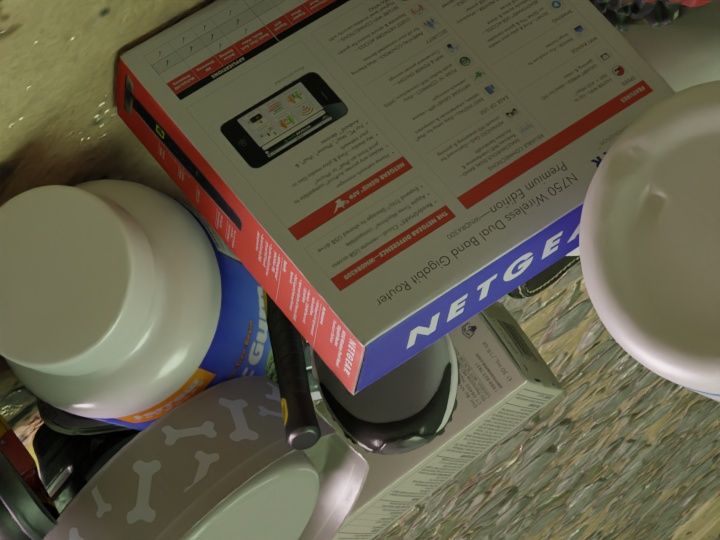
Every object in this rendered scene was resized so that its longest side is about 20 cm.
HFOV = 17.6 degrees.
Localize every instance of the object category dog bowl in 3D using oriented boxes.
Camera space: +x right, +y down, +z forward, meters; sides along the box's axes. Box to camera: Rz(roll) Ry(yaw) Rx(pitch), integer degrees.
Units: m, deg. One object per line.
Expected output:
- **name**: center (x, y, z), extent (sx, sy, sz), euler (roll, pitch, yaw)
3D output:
- **dog bowl**: center (-0.085, 0.134, 1.124), extent (0.200, 0.059, 0.200), euler (-40, 159, -18)

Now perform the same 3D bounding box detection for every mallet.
- **mallet**: center (-0.043, -0.003, 1.082), extent (0.041, 0.200, 0.066), euler (-1, 153, -14)

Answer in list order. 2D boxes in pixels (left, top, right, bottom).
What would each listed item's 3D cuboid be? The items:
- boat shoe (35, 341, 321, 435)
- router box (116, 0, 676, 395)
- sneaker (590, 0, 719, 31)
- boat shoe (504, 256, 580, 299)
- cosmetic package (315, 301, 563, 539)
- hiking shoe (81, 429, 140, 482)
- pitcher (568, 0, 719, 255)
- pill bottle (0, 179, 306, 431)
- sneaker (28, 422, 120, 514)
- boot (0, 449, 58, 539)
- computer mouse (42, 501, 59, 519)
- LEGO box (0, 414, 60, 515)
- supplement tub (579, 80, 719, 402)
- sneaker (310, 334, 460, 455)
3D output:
- **boat shoe**: center (-0.082, 0.046, 1.263), extent (0.200, 0.072, 0.062), euler (-8, 169, -17)
- **router box**: center (0.021, -0.069, 1.052), extent (0.200, 0.180, 0.049), euler (-32, 159, -22)
- **sneaker**: center (0.171, -0.185, 1.250), extent (0.200, 0.098, 0.071), euler (-6, 162, -19)
- **boat shoe**: center (0.145, -0.052, 1.431), extent (0.200, 0.065, 0.073), euler (-49, 138, -34)
- **cosmetic package**: center (0.019, 0.103, 1.441), extent (0.200, 0.073, 0.104), euler (-37, 164, 10)
- **hiking shoe**: center (-0.107, 0.184, 1.298), extent (0.074, 0.087, 0.200), euler (-29, 132, -25)
- **pitcher**: center (0.174, -0.070, 1.351), extent (0.200, 0.172, 0.121), euler (-31, 169, -28)
- **pill bottle**: center (-0.107, 0.019, 1.112), extent (0.112, 0.112, 0.200), euler (-42, 162, 7)
- **sneaker**: center (-0.143, 0.136, 1.367), extent (0.078, 0.090, 0.200), euler (-46, 139, -7)
- **boot**: center (-0.247, 0.138, 1.044), extent (0.200, 0.165, 0.066), euler (-40, 121, -13)
- **computer mouse**: center (-0.180, 0.183, 1.191), extent (0.138, 0.053, 0.200), euler (-31, 159, -23)
- **LEGO box**: center (-0.253, 0.153, 1.187), extent (0.200, 0.077, 0.149), euler (-36, 160, -12)
- **supplement tub**: center (0.182, -0.002, 1.029), extent (0.132, 0.132, 0.200), euler (-43, 160, 9)
- **sneaker**: center (0.000, 0.000, 1.180), extent (0.074, 0.201, 0.079), euler (-14, 152, 7)
